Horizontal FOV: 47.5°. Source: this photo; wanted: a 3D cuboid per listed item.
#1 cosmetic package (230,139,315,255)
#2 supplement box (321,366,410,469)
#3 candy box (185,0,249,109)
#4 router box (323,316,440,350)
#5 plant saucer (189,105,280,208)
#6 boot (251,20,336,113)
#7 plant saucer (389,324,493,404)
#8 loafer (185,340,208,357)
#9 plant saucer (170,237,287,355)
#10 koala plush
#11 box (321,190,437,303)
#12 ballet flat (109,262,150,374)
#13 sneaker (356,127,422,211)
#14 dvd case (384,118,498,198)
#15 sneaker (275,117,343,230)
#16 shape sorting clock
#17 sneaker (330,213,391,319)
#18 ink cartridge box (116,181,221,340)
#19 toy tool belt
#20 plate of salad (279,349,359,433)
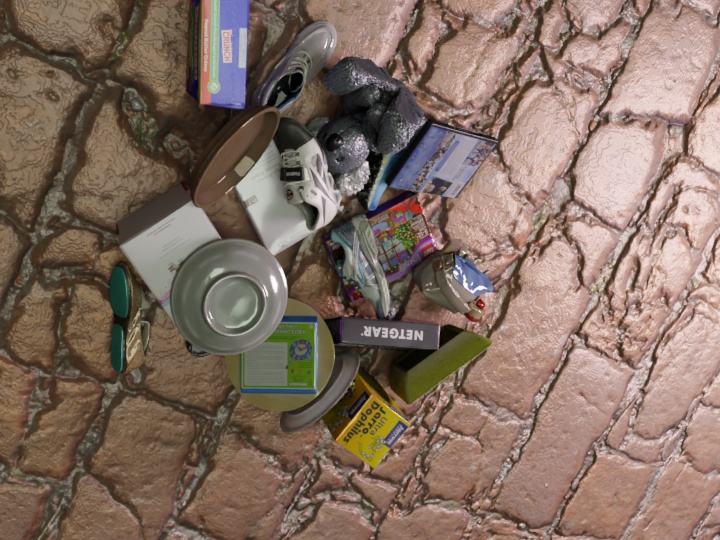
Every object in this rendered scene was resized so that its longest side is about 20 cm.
[{"bbox_3d":[-0.165,-0.139,1.442,0.101,0.074,0.202,-30,113,-8],"label":"cosmetic package"},{"bbox_3d":[-0.007,0.261,1.553,0.109,0.200,0.109,39,92,-26],"label":"supplement box"},{"bbox_3d":[-0.227,-0.352,1.281,0.076,0.200,0.172,0,107,-19],"label":"candy box"},{"bbox_3d":[0.032,0.121,1.548,0.197,0.149,0.052,6,82,-21],"label":"router box"},{"bbox_3d":[-0.201,-0.183,1.284,0.029,0.200,0.201,40,91,4],"label":"plant saucer"},{"bbox_3d":[-0.102,-0.338,1.387,0.073,0.096,0.201,39,91,-25],"label":"boot"},{"bbox_3d":[0.142,0.168,1.590,0.198,0.200,0.048,-35,96,-6],"label":"plant saucer"},{"bbox_3d":[-0.233,0.093,1.494,0.199,0.063,0.072,-35,113,-6],"label":"loafer"},{"bbox_3d":[-0.209,0.050,1.338,0.197,0.050,0.204,-6,109,-19],"label":"plant saucer"},{"bbox_3d":[-0.004,-0.239,1.409,0.178,0.183,0.200,48,115,5],"label":"koala plush"},{"bbox_3d":[0.040,-0.046,1.561,0.198,0.039,0.138,-28,115,-9],"label":"box"},{"bbox_3d":[-0.403,0.081,1.440,0.065,0.070,0.204,-11,115,-45],"label":"ballet flat"},{"bbox_3d":[0.065,-0.196,1.504,0.089,0.078,0.202,25,97,-28],"label":"sneaker"},{"bbox_3d":[0.150,-0.199,1.491,0.198,0.018,0.143,4,132,-45],"label":"dvd case"},{"bbox_3d":[-0.099,-0.159,1.383,0.089,0.073,0.202,-48,122,-36],"label":"sneaker"},{"bbox_3d":[-0.144,0.150,1.464,0.196,0.039,0.204,0,93,0],"label":"shape sorting clock"},{"bbox_3d":[0.000,0.000,1.510,0.085,0.078,0.203,-17,105,0],"label":"sneaker"},{"bbox_3d":[-0.299,-0.018,1.391,0.143,0.145,0.202,-32,115,-8],"label":"ink cartridge box"},{"bbox_3d":[0.201,0.018,1.573,0.199,0.126,0.123,28,112,-38],"label":"toy tool belt"},{"bbox_3d":[-0.070,0.228,1.519,0.200,0.200,0.048,-43,107,-2],"label":"plate of salad"}]
